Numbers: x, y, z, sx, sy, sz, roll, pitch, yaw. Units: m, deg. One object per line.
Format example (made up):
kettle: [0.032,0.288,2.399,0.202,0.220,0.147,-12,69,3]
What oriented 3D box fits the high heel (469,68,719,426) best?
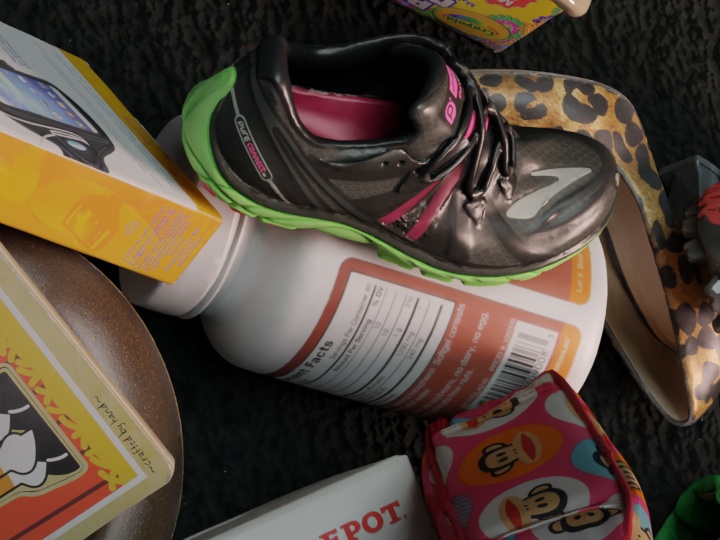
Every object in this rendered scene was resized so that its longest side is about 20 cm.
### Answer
high heel: [0.106,-0.013,1.101,0.199,0.071,0.143,21,59,-32]

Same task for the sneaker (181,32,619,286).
sneaker: [0.028,-0.048,0.932,0.199,0.084,0.077,8,56,-29]

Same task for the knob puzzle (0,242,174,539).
knob puzzle: [-0.197,0.064,0.817,0.219,0.220,0.030,31,17,-17]

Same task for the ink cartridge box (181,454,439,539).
ink cartridge box: [-0.017,0.197,0.960,0.145,0.084,0.201,-21,86,-32]

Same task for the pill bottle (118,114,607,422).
pill bottle: [0.000,0.000,1.017,0.199,0.112,0.113,17,67,-24]

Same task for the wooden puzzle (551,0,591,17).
wooden puzzle: [0.050,-0.235,1.018,0.200,0.037,0.186,29,71,-25]

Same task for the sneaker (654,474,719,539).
sneaker: [0.196,0.134,1.107,0.199,0.074,0.084,-13,85,-32]

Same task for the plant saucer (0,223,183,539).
plant saucer: [-0.169,0.075,0.886,0.199,0.032,0.201,0,88,2]

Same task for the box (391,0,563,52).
box: [0.032,-0.244,1.107,0.199,0.122,0.193,22,66,-22]

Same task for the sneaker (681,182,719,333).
sneaker: [0.218,-0.021,1.108,0.200,0.098,0.071,-30,104,-64]

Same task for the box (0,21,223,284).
box: [-0.153,-0.065,0.883,0.200,0.042,0.119,20,22,-52]

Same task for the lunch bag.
lunch bag: [0.095,0.152,0.941,0.082,0.200,0.177,-23,110,2]
